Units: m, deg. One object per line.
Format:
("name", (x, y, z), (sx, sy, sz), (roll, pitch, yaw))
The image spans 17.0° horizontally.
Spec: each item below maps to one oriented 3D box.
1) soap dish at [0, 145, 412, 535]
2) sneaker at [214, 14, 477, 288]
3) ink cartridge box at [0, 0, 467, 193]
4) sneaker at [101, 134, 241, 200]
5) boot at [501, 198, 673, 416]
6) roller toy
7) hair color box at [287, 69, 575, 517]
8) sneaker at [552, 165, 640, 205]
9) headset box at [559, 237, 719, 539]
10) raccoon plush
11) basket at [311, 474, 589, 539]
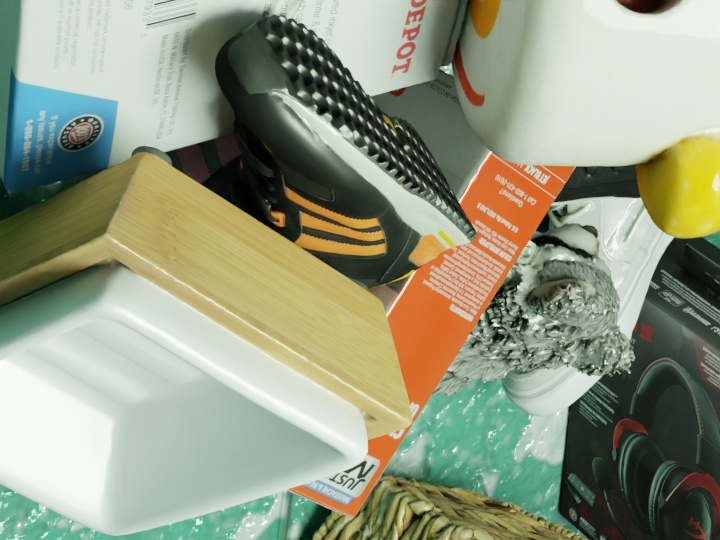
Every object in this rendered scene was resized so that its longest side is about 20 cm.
("soap dish", (-0.096, 0.033, 0.991), (0.157, 0.200, 0.081), (32, 57, -30))
("sneaker", (-0.023, -0.031, 0.982), (0.090, 0.070, 0.200), (-34, 155, 10))
("ink cartridge box", (-0.058, -0.126, 0.957), (0.199, 0.084, 0.145), (-16, 149, -22))
("sneaker", (-0.057, -0.043, 1.070), (0.070, 0.082, 0.200), (27, 96, -49))
("boot", (0.113, -0.028, 1.262), (0.095, 0.073, 0.200), (34, 85, -39))
("roller toy", (0.118, -0.132, 0.980), (0.139, 0.200, 0.183), (0, 135, -10))
("hair color box", (0.000, 0.000, 1.130), (0.064, 0.111, 0.200), (29, 93, -48))
("sneaker", (0.136, -0.072, 1.159), (0.199, 0.112, 0.073), (0, 85, -7))
("headset box", (0.188, 0.081, 1.328), (0.075, 0.149, 0.201), (-16, 126, -29))
("raccoon plush", (0.046, 0.055, 1.189), (0.097, 0.134, 0.200), (23, 98, -49))
("basket", (0.040, 0.218, 1.282), (0.149, 0.143, 0.201), (14, 101, -47))
